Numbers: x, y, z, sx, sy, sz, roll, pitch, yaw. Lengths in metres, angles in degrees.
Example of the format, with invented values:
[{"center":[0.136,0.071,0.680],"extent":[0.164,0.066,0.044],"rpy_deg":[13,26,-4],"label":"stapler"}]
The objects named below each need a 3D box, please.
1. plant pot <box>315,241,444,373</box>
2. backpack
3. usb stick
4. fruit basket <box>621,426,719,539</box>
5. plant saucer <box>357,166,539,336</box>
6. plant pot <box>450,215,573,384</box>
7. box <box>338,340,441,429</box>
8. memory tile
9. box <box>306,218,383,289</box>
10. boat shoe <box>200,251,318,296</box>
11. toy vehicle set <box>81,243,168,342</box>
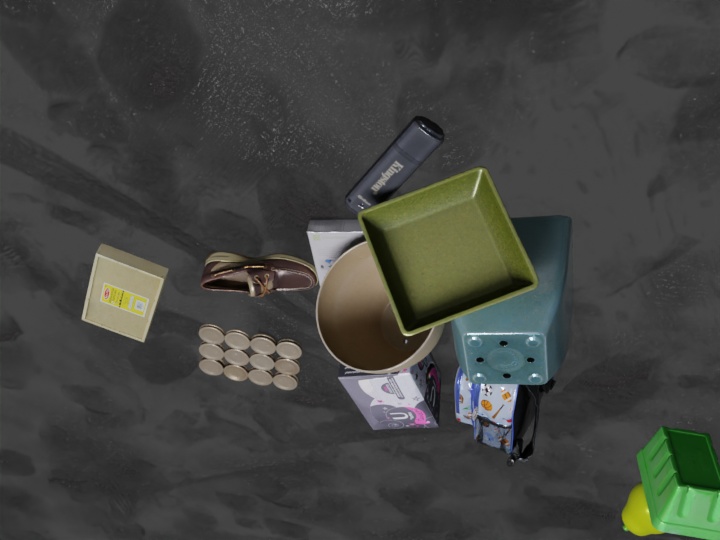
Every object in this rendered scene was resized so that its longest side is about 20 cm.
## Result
[{"center":[0.049,0.066,1.252],"extent":[0.199,0.202,0.134],"rpy_deg":[-11,161,22],"label":"plant pot"},{"center":[0.244,0.183,1.365],"extent":[0.153,0.200,0.191],"rpy_deg":[17,137,16],"label":"backpack"},{"center":[0.046,-0.146,1.178],"extent":[0.055,0.033,0.200],"rpy_deg":[29,134,-18],"label":"usb stick"},{"center":[0.573,0.416,1.498],"extent":[0.154,0.216,0.217],"rpy_deg":[8,136,4],"label":"fruit basket"},{"center":[0.121,-0.023,1.148],"extent":[0.199,0.201,0.048],"rpy_deg":[-21,157,0],"label":"plant saucer"},{"center":[0.221,0.058,1.223],"extent":[0.195,0.201,0.197],"rpy_deg":[-2,134,14],"label":"plant pot"},{"center":[0.058,0.185,1.426],"extent":[0.131,0.115,0.200],"rpy_deg":[-5,144,18],"label":"box"},{"center":[-0.211,0.166,1.561],"extent":[0.198,0.017,0.154],"rpy_deg":[11,136,1],"label":"memory tile"},{"center":[0.000,0.000,1.334],"extent":[0.143,0.036,0.201],"rpy_deg":[1,133,12],"label":"box"},{"center":[-0.169,0.017,1.361],"extent":[0.198,0.072,0.072],"rpy_deg":[7,136,6],"label":"boat shoe"},{"center":[-0.429,0.045,1.481],"extent":[0.124,0.027,0.200],"rpy_deg":[22,135,-9],"label":"toy vehicle set"}]
